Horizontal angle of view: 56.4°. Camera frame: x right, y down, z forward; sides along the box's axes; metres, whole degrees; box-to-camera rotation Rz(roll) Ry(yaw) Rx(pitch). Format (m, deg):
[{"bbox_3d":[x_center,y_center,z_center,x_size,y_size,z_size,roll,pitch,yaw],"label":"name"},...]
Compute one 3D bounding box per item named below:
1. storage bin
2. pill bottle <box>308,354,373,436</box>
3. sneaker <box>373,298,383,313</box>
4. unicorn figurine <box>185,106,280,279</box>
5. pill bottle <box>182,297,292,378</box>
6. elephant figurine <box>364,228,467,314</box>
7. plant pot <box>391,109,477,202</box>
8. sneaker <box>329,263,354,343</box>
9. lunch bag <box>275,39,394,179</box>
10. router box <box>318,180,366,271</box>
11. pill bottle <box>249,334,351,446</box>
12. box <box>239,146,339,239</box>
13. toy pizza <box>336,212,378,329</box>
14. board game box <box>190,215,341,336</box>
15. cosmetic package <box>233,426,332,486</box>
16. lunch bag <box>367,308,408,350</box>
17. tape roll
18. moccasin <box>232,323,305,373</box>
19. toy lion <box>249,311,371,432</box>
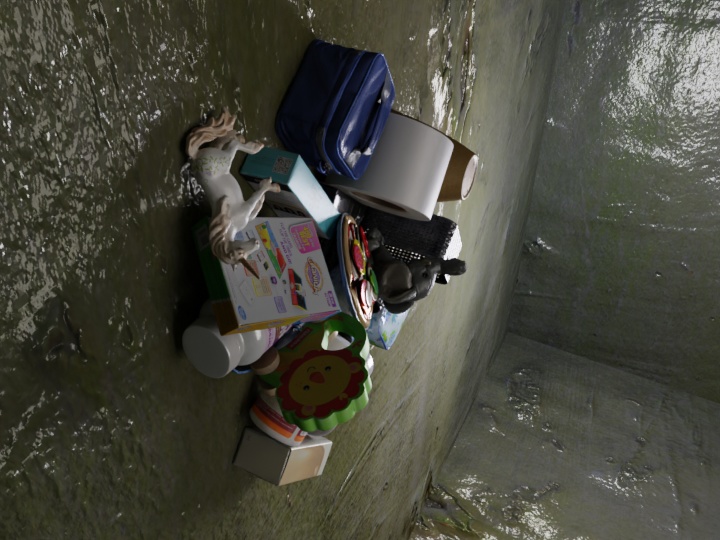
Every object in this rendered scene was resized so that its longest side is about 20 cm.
[{"bbox_3d":[0.102,-0.060,1.409,0.095,0.198,0.135,-65,157,-17],"label":"storage bin"},{"bbox_3d":[-0.056,0.231,1.362,0.200,0.119,0.121,-39,141,-55],"label":"pill bottle"},{"bbox_3d":[0.027,0.051,1.416,0.199,0.075,0.088,0,62,-52],"label":"sneaker"},{"bbox_3d":[-0.163,-0.095,0.860,0.201,0.074,0.137,56,46,-9],"label":"unicorn figurine"},{"bbox_3d":[-0.163,0.067,0.977,0.200,0.111,0.113,-45,146,-51],"label":"pill bottle"},{"bbox_3d":[0.073,0.018,1.276,0.141,0.199,0.156,-31,148,-57],"label":"elephant figurine"},{"bbox_3d":[0.131,-0.214,1.369,0.187,0.198,0.188,-52,151,-44],"label":"plant pot"},{"bbox_3d":[-0.031,0.068,1.226,0.073,0.071,0.201,-51,156,-35],"label":"sneaker"},{"bbox_3d":[-0.029,-0.241,1.039,0.202,0.131,0.136,-68,157,-11],"label":"lunch bag"},{"bbox_3d":[-0.068,-0.044,1.197,0.202,0.051,0.149,-69,159,0],"label":"router box"},{"bbox_3d":[-0.100,0.196,1.183,0.201,0.109,0.110,-57,158,-1],"label":"pill bottle"},{"bbox_3d":[-0.102,-0.116,1.029,0.050,0.081,0.200,-68,159,-14],"label":"box"},{"bbox_3d":[0.000,0.000,1.138,0.200,0.031,0.203,-10,90,-80],"label":"toy pizza"},{"bbox_3d":[-0.126,0.002,0.934,0.199,0.040,0.155,-4,72,-51],"label":"board game box"},{"bbox_3d":[-0.141,0.342,1.261,0.200,0.104,0.072,28,81,-67],"label":"cosmetic package"},{"bbox_3d":[0.062,0.070,1.577,0.201,0.082,0.161,-64,158,-21],"label":"lunch bag"},{"bbox_3d":[0.051,-0.185,1.191,0.202,0.201,0.141,21,88,-69],"label":"tape roll"},{"bbox_3d":[-0.143,0.098,1.096,0.200,0.080,0.069,-41,142,-55],"label":"moccasin"},{"bbox_3d":[-0.057,0.147,1.020,0.200,0.190,0.069,-44,137,-32],"label":"toy lion"}]
